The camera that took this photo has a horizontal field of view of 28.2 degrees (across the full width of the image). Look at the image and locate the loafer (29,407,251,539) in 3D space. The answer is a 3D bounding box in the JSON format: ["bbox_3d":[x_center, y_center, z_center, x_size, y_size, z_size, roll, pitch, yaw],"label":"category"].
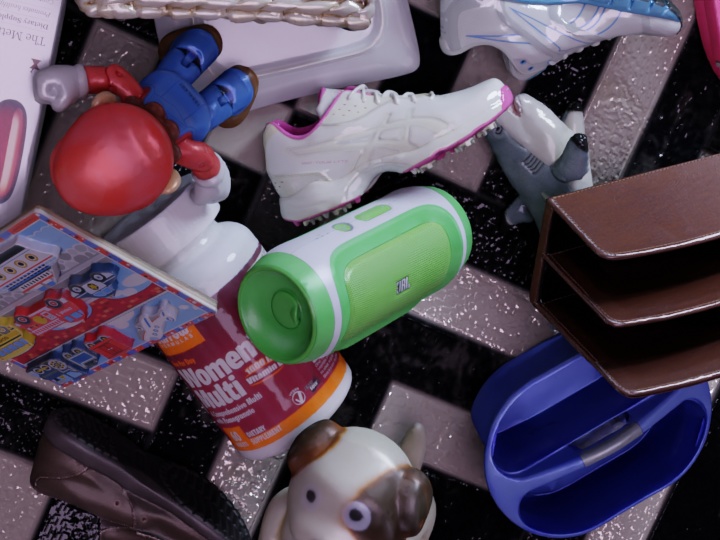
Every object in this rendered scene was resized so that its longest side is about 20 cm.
[{"bbox_3d":[-0.172,0.184,1.122,0.199,0.073,0.071,36,103,-12],"label":"loafer"}]

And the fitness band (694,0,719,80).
[{"bbox_3d":[0.342,-0.233,1.161,0.142,0.037,0.202,-14,105,-10],"label":"fitness band"}]

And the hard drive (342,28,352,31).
[{"bbox_3d":[-0.072,-0.271,1.029,0.198,0.038,0.141,20,96,-14],"label":"hard drive"}]

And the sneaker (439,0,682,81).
[{"bbox_3d":[0.151,-0.190,1.118,0.198,0.075,0.087,5,111,-8],"label":"sneaker"}]

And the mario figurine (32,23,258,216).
[{"bbox_3d":[-0.154,-0.095,0.985,0.122,0.200,0.107,20,125,13],"label":"mario figurine"}]

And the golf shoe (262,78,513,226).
[{"bbox_3d":[0.017,-0.110,1.088,0.199,0.075,0.092,-25,96,3],"label":"golf shoe"}]

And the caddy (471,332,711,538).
[{"bbox_3d":[0.186,0.127,1.163,0.199,0.105,0.142,-30,107,-5],"label":"caddy"}]

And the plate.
[{"bbox_3d":[-0.063,-0.226,1.075,0.198,0.032,0.202,-14,103,-9],"label":"plate"}]

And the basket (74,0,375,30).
[{"bbox_3d":[-0.086,-0.242,0.910,0.196,0.200,0.163,1,102,-12],"label":"basket"}]

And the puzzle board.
[{"bbox_3d":[-0.218,0.027,1.008,0.150,0.199,0.018,30,52,-33],"label":"puzzle board"}]

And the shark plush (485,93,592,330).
[{"bbox_3d":[0.148,-0.052,1.161,0.082,0.091,0.201,-8,125,9],"label":"shark plush"}]

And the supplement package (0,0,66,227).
[{"bbox_3d":[-0.278,-0.119,1.008,0.113,0.110,0.202,10,99,-14],"label":"supplement package"}]

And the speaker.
[{"bbox_3d":[0.000,0.000,1.056,0.199,0.088,0.089,-28,111,-48],"label":"speaker"}]

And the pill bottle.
[{"bbox_3d":[-0.102,0.035,1.079,0.109,0.110,0.201,-37,107,-3],"label":"pill bottle"}]

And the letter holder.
[{"bbox_3d":[0.254,0.001,1.097,0.198,0.142,0.101,-15,132,-24],"label":"letter holder"}]

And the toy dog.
[{"bbox_3d":[0.003,0.190,1.076,0.139,0.200,0.194,38,74,19],"label":"toy dog"}]
